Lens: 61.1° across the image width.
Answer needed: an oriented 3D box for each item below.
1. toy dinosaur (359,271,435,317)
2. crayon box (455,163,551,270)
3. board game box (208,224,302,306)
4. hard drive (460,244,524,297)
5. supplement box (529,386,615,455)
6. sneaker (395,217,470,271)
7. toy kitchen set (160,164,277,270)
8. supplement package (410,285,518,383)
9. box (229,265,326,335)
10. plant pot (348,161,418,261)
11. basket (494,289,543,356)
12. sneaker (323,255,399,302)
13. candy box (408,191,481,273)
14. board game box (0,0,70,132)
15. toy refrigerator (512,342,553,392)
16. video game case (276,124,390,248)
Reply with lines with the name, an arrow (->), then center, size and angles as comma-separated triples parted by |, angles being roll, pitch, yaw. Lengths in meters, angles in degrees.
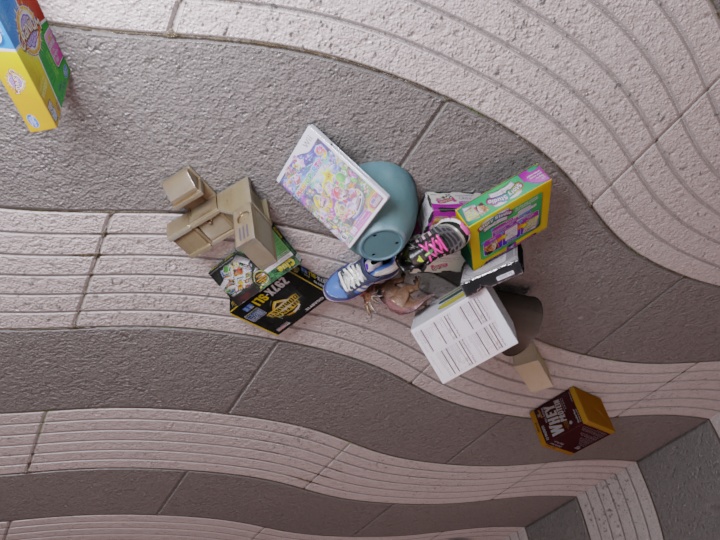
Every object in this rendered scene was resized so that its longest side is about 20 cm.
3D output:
toy dinosaur -> 0.079, 0.069, 1.451 | 0.135, 0.198, 0.087 | -29, 126, -43
crayon box -> 0.303, -0.110, 1.293 | 0.198, 0.059, 0.173 | -30, 147, -4
board game box -> -0.233, -0.009, 1.345 | 0.198, 0.024, 0.105 | -32, 106, 23
hard drive -> 0.301, -0.013, 1.386 | 0.138, 0.200, 0.038 | -25, 100, 21
supplement box -> 0.755, 0.541, 2.178 | 0.195, 0.134, 0.200 | 24, 128, -36
sneaker -> 0.143, -0.043, 1.263 | 0.199, 0.088, 0.074 | -20, 112, 51
toy kitchen set -> -0.291, -0.081, 1.156 | 0.198, 0.182, 0.164 | -28, 137, 12
supplement package -> 0.243, 0.132, 1.434 | 0.198, 0.152, 0.152 | -32, 96, 15
box -> -0.192, 0.065, 1.456 | 0.199, 0.050, 0.159 | -36, 133, 26
plant pot -> 0.032, -0.101, 1.252 | 0.196, 0.136, 0.202 | -7, 140, -6
basket -> 0.348, 0.119, 1.593 | 0.197, 0.137, 0.182 | 20, 117, -27
sneaker -> 0.000, 0.000, 1.367 | 0.197, 0.082, 0.147 | -22, 167, -1
candy box -> 0.188, -0.083, 1.369 | 0.134, 0.062, 0.202 | -1, 138, -16
board game box -> -0.477, -0.324, 0.852 | 0.040, 0.155, 0.202 | -10, 141, -4
toy refrigerator -> 0.534, 0.301, 1.898 | 0.075, 0.071, 0.200 | -20, 139, 20
video game case -> -0.055, -0.157, 1.160 | 0.200, 0.018, 0.144 | 43, 127, 3
